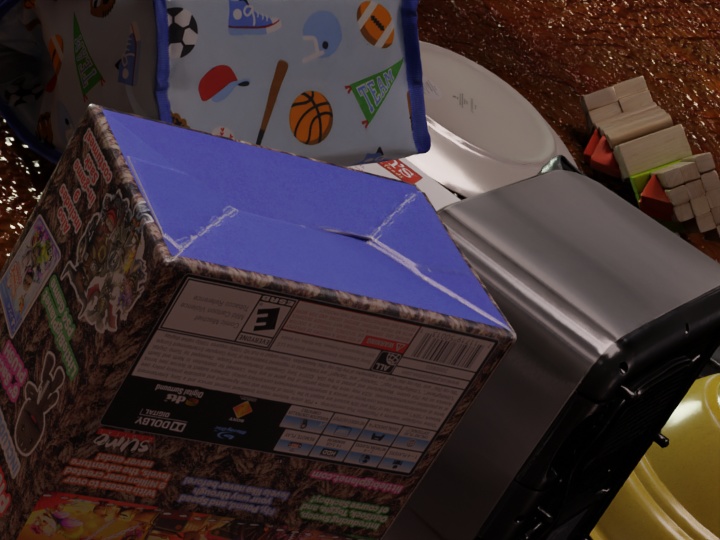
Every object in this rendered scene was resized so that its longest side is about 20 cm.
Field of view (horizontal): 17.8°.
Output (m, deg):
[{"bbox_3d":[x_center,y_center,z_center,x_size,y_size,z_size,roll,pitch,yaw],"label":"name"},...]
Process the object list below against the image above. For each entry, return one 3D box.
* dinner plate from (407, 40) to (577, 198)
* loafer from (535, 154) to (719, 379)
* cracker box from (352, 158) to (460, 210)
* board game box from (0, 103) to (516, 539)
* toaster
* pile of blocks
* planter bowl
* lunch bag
[{"bbox_3d":[0.067,-0.104,1.520,0.200,0.024,0.200,25,27,-13],"label":"dinner plate"},{"bbox_3d":[0.174,0.010,1.386,0.200,0.070,0.068,40,28,15],"label":"loafer"},{"bbox_3d":[0.000,0.000,1.227,0.134,0.058,0.200,37,26,9],"label":"cracker box"},{"bbox_3d":[-0.066,0.057,0.894,0.159,0.200,0.097,13,31,-35],"label":"board game box"},{"bbox_3d":[0.065,0.065,1.054,0.119,0.181,0.200,38,25,17],"label":"toaster"},{"bbox_3d":[0.192,-0.065,1.568,0.062,0.082,0.200,-19,28,-3],"label":"pile of blocks"},{"bbox_3d":[0.210,0.115,1.233,0.200,0.084,0.201,25,28,-14],"label":"planter bowl"},{"bbox_3d":[-0.088,-0.112,1.202,0.170,0.124,0.200,-6,9,-34],"label":"lunch bag"}]
